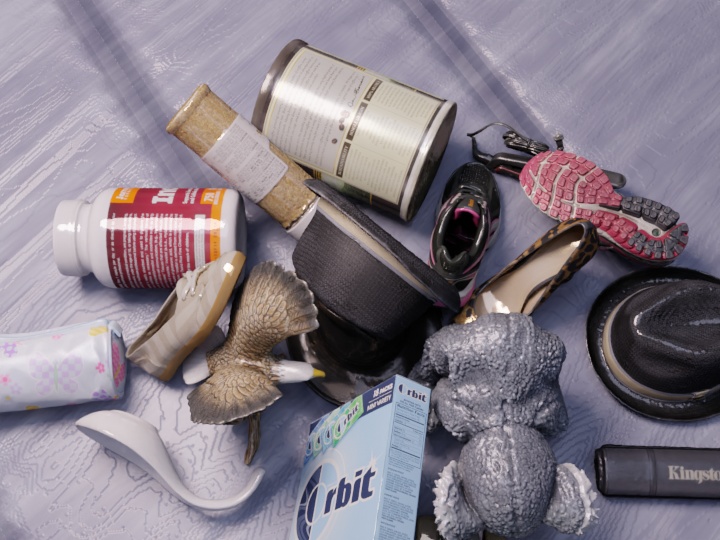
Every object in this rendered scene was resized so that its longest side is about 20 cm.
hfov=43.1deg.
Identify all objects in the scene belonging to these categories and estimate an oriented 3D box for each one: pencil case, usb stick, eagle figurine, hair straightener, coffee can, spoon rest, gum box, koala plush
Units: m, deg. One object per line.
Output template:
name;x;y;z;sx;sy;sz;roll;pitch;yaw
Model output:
pencil case;-0.351;0.102;0.975;0.199;0.083;0.091;-4;90;-3
usb stick;0.346;0.213;0.959;0.199;0.033;0.056;2;67;0
eagle figurine;-0.108;0.092;0.917;0.150;0.200;0.152;-24;70;-9
hair straightener;0.220;-0.136;1.082;0.199;0.077;0.041;24;36;15
coffee can;-0.008;-0.161;1.048;0.199;0.147;0.147;24;70;9
spoon rest;-0.201;0.198;0.938;0.199;0.099;0.061;21;66;-3
gum box;-0.008;0.220;0.866;0.044;0.170;0.201;25;54;-21
koala plush;0.134;0.163;0.879;0.176;0.184;0.201;1;57;-2

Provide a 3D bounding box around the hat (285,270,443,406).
hat;0.002;0.045;1.000;0.199;0.081;0.202;0;68;-1

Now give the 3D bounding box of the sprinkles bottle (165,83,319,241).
sprinkles bottle;-0.115;-0.114;0.995;0.200;0.068;0.068;40;71;-15

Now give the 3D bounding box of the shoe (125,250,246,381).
shoe;-0.183;0.046;0.945;0.053;0.200;0.070;30;35;-17

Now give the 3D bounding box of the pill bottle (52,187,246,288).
pill bottle;-0.231;-0.036;1.016;0.199;0.113;0.114;0;68;0

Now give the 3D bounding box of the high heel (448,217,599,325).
high heel;0.166;0.017;0.979;0.200;0.143;0.072;-34;72;-13

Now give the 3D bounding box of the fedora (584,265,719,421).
fedora;0.350;0.066;0.986;0.199;0.092;0.202;0;67;0

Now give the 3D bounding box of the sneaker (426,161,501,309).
sneaker;0.122;-0.054;1.024;0.080;0.087;0.201;12;52;3

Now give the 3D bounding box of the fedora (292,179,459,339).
fedora;0.000;0.000;0.899;0.200;0.201;0.092;39;92;14

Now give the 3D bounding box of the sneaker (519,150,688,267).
sneaker;0.268;-0.062;1.035;0.200;0.075;0.081;34;80;14

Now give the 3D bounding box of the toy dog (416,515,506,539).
toy dog;0.097;0.329;0.876;0.131;0.096;0.201;-17;68;0
